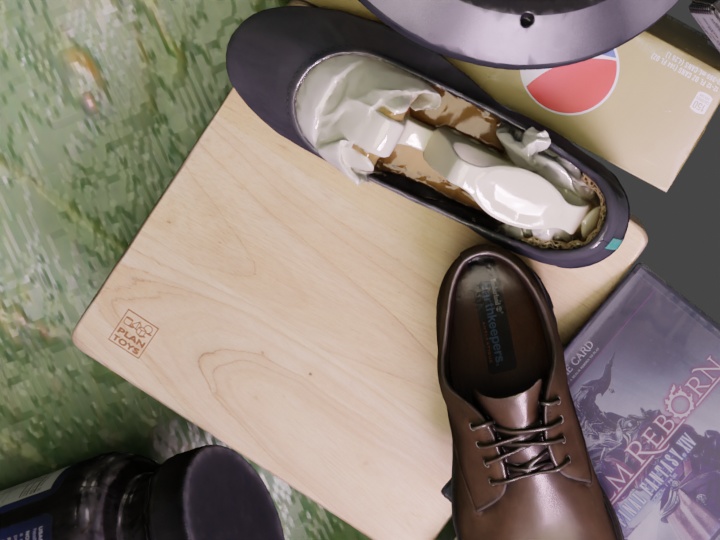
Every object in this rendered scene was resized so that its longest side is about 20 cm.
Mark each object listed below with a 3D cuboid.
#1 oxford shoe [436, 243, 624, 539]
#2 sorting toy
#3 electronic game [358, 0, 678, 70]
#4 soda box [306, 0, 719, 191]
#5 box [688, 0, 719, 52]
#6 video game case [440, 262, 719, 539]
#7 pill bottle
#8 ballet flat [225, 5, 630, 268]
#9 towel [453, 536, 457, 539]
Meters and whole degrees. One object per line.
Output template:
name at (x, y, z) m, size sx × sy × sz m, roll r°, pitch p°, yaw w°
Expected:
oxford shoe at (0.068, 0.084, 1.102) m, size 0.072 × 0.084 × 0.201 m, roll -17°, pitch 76°, yaw 4°
sorting toy at (0.000, 0.000, 1.205) m, size 0.200 × 0.070 × 0.199 m, roll 33°, pitch 104°, yaw -5°
electronic game at (0.067, -0.187, 1.115) m, size 0.199 × 0.042 × 0.201 m, roll 2°, pitch 79°, yaw -10°
soda box at (0.070, -0.117, 1.164) m, size 0.200 × 0.068 × 0.064 m, roll 27°, pitch 109°, yaw -4°
box at (0.283, -0.103, 1.139) m, size 0.193 × 0.048 × 0.200 m, roll -40°, pitch 101°, yaw -3°
video game case at (0.156, 0.111, 1.131) m, size 0.200 × 0.019 × 0.143 m, roll 40°, pitch 85°, yaw 16°
pill bottle at (-0.141, 0.154, 1.225) m, size 0.200 × 0.112 × 0.112 m, roll -21°, pitch 106°, yaw 27°
ballet flat at (0.031, -0.059, 1.117) m, size 0.200 × 0.073 × 0.073 m, roll 27°, pitch 108°, yaw -4°
towel at (0.057, 0.205, 1.194) m, size 0.200 × 0.036 × 0.149 m, roll -42°, pitch 68°, yaw 30°
